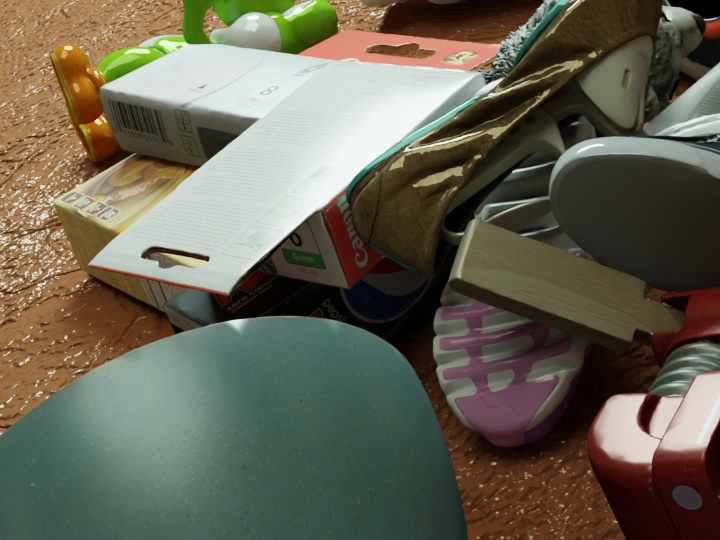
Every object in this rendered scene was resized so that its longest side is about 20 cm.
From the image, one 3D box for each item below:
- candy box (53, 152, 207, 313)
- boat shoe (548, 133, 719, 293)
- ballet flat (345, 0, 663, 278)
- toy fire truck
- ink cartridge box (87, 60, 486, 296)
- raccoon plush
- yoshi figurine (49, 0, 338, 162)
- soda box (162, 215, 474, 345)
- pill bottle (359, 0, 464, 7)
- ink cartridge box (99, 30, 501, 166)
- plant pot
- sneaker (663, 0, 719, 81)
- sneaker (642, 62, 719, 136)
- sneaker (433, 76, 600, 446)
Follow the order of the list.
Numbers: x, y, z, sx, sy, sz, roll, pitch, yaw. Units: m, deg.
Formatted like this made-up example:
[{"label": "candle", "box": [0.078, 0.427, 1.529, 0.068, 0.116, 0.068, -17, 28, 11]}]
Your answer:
[{"label": "candy box", "box": [-0.083, -0.026, 1.061, 0.115, 0.056, 0.200, -33, 30, -24]}, {"label": "boat shoe", "box": [0.184, -0.036, 0.831, 0.199, 0.071, 0.091, 13, 39, -2]}, {"label": "ballet flat", "box": [0.085, -0.069, 0.844, 0.200, 0.068, 0.072, -40, 70, -4]}, {"label": "toy fire truck", "box": [0.131, 0.043, 0.746, 0.199, 0.129, 0.176, -8, 30, 39]}, {"label": "ink cartridge box", "box": [-0.029, -0.035, 0.916, 0.109, 0.051, 0.200, 10, 42, 43]}, {"label": "raccoon plush", "box": [0.103, -0.088, 1.000, 0.200, 0.097, 0.134, -41, 3, 21]}, {"label": "yoshi figurine", "box": [-0.117, -0.161, 1.269, 0.199, 0.113, 0.112, -22, 22, -8]}, {"label": "soda box", "box": [0.000, 0.000, 0.955, 0.200, 0.064, 0.071, -35, 31, -23]}, {"label": "pill bottle", "box": [0.089, -0.252, 1.277, 0.199, 0.114, 0.114, -9, 30, 21]}, {"label": "ink cartridge box", "box": [-0.035, -0.123, 1.110, 0.200, 0.057, 0.162, -37, 32, -31]}, {"label": "plant pot", "box": [-0.039, 0.135, 0.646, 0.199, 0.201, 0.135, -24, 53, -7]}, {"label": "sneaker", "box": [0.189, -0.166, 1.093, 0.075, 0.085, 0.200, -33, 31, -22]}, {"label": "sneaker", "box": [0.208, -0.086, 0.902, 0.200, 0.074, 0.080, -32, 37, 33]}, {"label": "sneaker", "box": [0.089, 0.002, 0.885, 0.080, 0.089, 0.201, -6, 54, 21]}]
